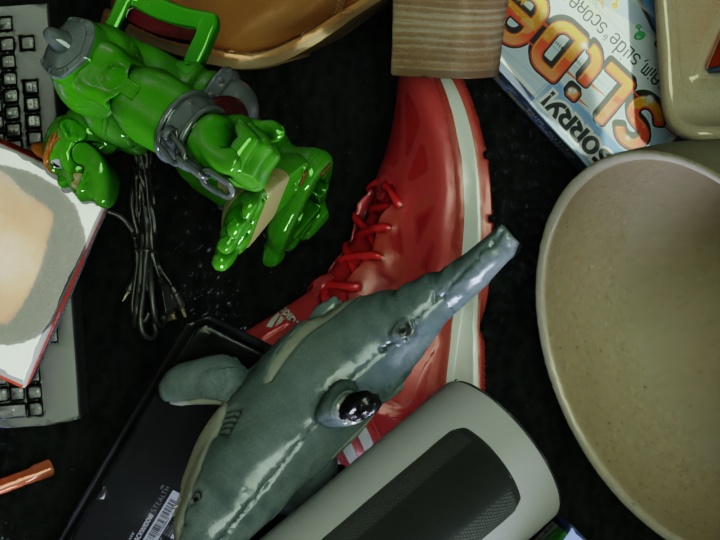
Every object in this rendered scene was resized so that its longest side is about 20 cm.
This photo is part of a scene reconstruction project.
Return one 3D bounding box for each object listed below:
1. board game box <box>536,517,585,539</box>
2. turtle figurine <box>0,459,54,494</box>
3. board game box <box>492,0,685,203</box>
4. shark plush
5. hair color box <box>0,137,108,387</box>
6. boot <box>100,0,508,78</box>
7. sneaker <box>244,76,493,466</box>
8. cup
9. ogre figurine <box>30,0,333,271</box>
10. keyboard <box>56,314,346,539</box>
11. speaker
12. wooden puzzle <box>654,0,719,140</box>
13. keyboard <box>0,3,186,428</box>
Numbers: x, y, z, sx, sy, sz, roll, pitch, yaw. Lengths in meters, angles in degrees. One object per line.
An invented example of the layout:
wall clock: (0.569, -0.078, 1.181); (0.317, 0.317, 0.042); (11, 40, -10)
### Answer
board game box: (0.124, 0.239, 1.368); (0.200, 0.034, 0.135); (45, 87, -8)
turtle figurine: (-0.231, 0.057, 1.266); (0.199, 0.161, 0.065); (7, 68, -10)
board game box: (0.104, -0.151, 1.359); (0.135, 0.034, 0.200); (-45, 98, -5)
shark plush: (-0.001, 0.059, 1.247); (0.199, 0.083, 0.091); (-29, 107, 7)
hair color box: (-0.223, -0.033, 1.288); (0.199, 0.061, 0.102); (24, 90, -4)
boot: (-0.024, -0.171, 1.290); (0.199, 0.077, 0.156); (4, 101, 18)
sneaker: (0.000, 0.000, 1.328); (0.115, 0.078, 0.201); (-2, 91, -10)
cup: (0.202, 0.021, 1.318); (0.143, 0.200, 0.201); (-21, 96, -34)
ogre figurine: (-0.076, -0.061, 1.236); (0.120, 0.200, 0.098); (34, 109, 10)
keyboard: (-0.083, 0.119, 1.329); (0.104, 0.040, 0.200); (29, 107, -11)
speaker: (-0.007, 0.140, 1.254); (0.200, 0.081, 0.081); (-38, 98, -20)
wooden puzzle: (0.229, -0.165, 1.345); (0.184, 0.046, 0.201); (-3, 84, -20)
keyboard: (-0.150, -0.027, 1.331); (0.126, 0.021, 0.201); (-5, 94, -9)
